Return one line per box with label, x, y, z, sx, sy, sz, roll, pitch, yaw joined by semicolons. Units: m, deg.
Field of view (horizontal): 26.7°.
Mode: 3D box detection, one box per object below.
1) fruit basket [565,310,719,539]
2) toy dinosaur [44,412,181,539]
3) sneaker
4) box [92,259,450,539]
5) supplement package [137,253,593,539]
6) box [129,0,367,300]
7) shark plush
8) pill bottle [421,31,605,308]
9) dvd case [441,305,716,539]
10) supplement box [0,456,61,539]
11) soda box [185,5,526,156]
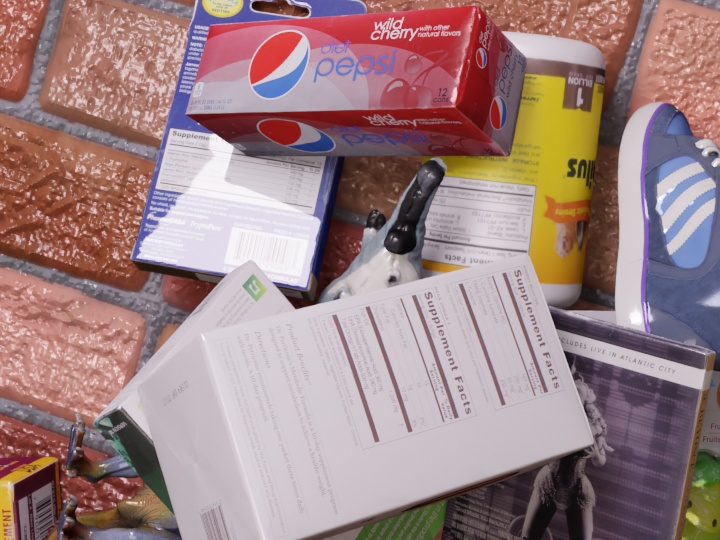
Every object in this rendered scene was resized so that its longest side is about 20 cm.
fruit basket;0.169;0.126;0.927;0.183;0.094;0.202;2;101;-17
toy dinosaur;-0.099;0.139;0.975;0.180;0.200;0.106;9;66;-17
sneaker;0.229;-0.028;0.887;0.145;0.201;0.081;-10;137;26
box;-0.043;0.112;0.878;0.200;0.144;0.036;49;135;-9
supplement package;0.002;0.076;0.802;0.198;0.114;0.111;-13;79;-28
box;-0.068;-0.088;0.993;0.120;0.032;0.202;10;76;9
shark plush;0.000;0.000;0.928;0.090;0.201;0.084;4;52;-4
pill bottle;0.090;-0.044;0.948;0.108;0.109;0.202;7;95;10
dvd case;0.117;0.125;0.868;0.148;0.016;0.202;15;102;36
supplement box;-0.312;0.193;1.049;0.198;0.086;0.112;-3;94;11
soda box;-0.005;-0.109;0.898;0.198;0.070;0.064;3;71;35
